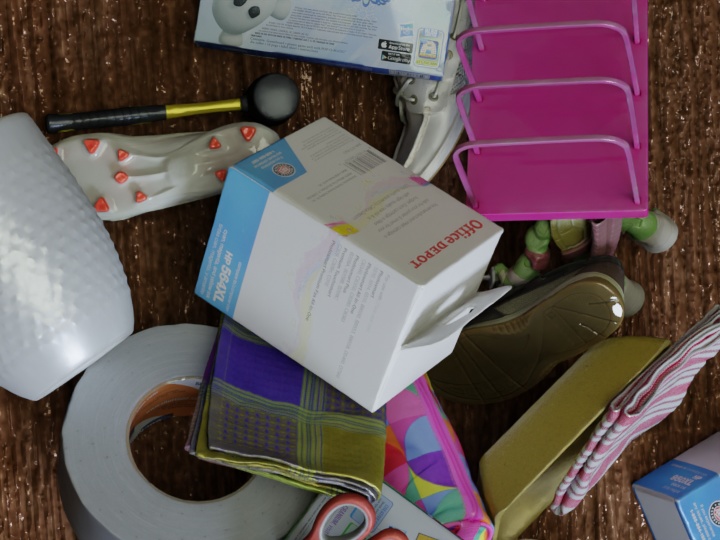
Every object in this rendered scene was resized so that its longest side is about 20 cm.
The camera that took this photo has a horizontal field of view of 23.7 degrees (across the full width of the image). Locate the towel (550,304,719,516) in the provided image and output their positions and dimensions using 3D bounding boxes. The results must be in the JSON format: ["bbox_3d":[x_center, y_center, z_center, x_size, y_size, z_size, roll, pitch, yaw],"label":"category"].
[{"bbox_3d":[0.230,0.120,1.404,0.146,0.200,0.030,-38,72,-28],"label":"towel"}]

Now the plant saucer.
[{"bbox_3d":[0.160,0.139,1.408,0.200,0.200,0.048,-43,74,-13],"label":"plant saucer"}]

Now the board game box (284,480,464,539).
[{"bbox_3d":[0.027,0.252,1.235,0.200,0.040,0.153,36,84,16],"label":"board game box"}]

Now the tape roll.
[{"bbox_3d":[-0.128,0.141,1.302,0.200,0.066,0.201,6,58,-10],"label":"tape roll"}]

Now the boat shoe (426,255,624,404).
[{"bbox_3d":[0.138,0.049,1.400,0.073,0.200,0.065,53,37,-14],"label":"boat shoe"}]

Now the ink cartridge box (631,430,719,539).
[{"bbox_3d":[0.363,0.209,1.517,0.200,0.084,0.145,-28,101,-17],"label":"ink cartridge box"}]

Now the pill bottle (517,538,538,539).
[{"bbox_3d":[0.172,0.314,1.417,0.113,0.113,0.200,-53,129,-10],"label":"pill bottle"}]

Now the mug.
[{"bbox_3d":[-0.269,0.012,1.257,0.200,0.148,0.176,-36,90,26],"label":"mug"}]

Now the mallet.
[{"bbox_3d":[-0.143,-0.125,1.339,0.199,0.066,0.041,-8,92,-18],"label":"mallet"}]

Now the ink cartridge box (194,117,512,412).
[{"bbox_3d":[0.000,0.000,1.292,0.200,0.125,0.128,34,36,19],"label":"ink cartridge box"}]

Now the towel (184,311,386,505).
[{"bbox_3d":[-0.047,0.091,1.273,0.143,0.200,0.023,15,124,-5],"label":"towel"}]

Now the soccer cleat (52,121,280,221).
[{"bbox_3d":[-0.158,-0.077,1.339,0.199,0.078,0.070,-7,89,1],"label":"soccer cleat"}]

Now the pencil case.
[{"bbox_3d":[0.037,0.138,1.351,0.088,0.088,0.200,-10,57,-18],"label":"pencil case"}]

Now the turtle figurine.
[{"bbox_3d":[0.161,-0.048,1.444,0.194,0.200,0.144,32,51,-40],"label":"turtle figurine"}]

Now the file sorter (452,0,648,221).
[{"bbox_3d":[0.144,-0.155,1.295,0.139,0.125,0.201,-1,67,12],"label":"file sorter"}]

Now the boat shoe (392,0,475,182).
[{"bbox_3d":[0.056,-0.150,1.408,0.069,0.071,0.200,29,73,-17],"label":"boat shoe"}]

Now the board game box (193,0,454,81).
[{"bbox_3d":[-0.019,-0.263,1.358,0.199,0.043,0.200,9,90,0],"label":"board game box"}]

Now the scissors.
[{"bbox_3d":[-0.060,0.221,1.223,0.200,0.014,0.073,-29,111,14],"label":"scissors"}]
